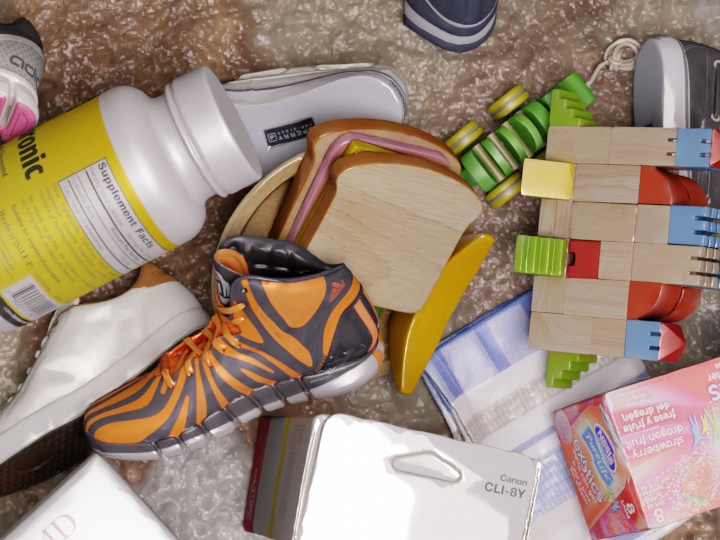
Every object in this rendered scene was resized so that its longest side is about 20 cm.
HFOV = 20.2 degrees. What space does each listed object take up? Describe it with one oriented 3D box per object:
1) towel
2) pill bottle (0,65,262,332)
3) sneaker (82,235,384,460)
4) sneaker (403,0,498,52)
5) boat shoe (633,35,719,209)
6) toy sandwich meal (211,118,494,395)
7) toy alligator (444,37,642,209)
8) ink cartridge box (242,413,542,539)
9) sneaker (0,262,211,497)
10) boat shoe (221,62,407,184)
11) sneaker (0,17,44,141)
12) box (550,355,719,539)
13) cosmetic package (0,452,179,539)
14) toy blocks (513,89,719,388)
[{"bbox_3d":[0.144,0.111,1.400,0.147,0.024,0.200,-30,90,-11],"label":"towel"},{"bbox_3d":[-0.169,-0.050,1.300,0.200,0.111,0.111,-26,89,6],"label":"pill bottle"},{"bbox_3d":[-0.092,0.040,1.265,0.200,0.078,0.112,-22,125,-1],"label":"sneaker"},{"bbox_3d":[0.053,-0.243,1.402,0.070,0.109,0.200,-8,56,-7],"label":"sneaker"},{"bbox_3d":[0.229,-0.063,1.410,0.066,0.070,0.200,1,83,-18],"label":"boat shoe"},{"bbox_3d":[0.000,0.000,1.323,0.205,0.070,0.205,-10,120,-18],"label":"toy sandwich meal"},{"bbox_3d":[0.125,-0.104,1.400,0.200,0.054,0.059,-38,92,-10],"label":"toy alligator"},{"bbox_3d":[0.014,0.143,1.284,0.145,0.200,0.084,12,83,-10],"label":"ink cartridge box"},{"bbox_3d":[-0.195,0.072,1.340,0.200,0.073,0.085,-36,68,-9],"label":"sneaker"},{"bbox_3d":[-0.063,-0.103,1.366,0.200,0.070,0.071,-12,109,14],"label":"boat shoe"},{"bbox_3d":[-0.297,-0.144,1.334,0.200,0.074,0.088,10,53,9],"label":"sneaker"},{"bbox_3d":[0.245,0.106,1.359,0.200,0.103,0.095,-15,83,-19],"label":"box"},{"bbox_3d":[-0.161,0.243,1.271,0.167,0.166,0.200,-42,91,-9],"label":"cosmetic package"},{"bbox_3d":[0.187,-0.016,1.332,0.100,0.137,0.200,7,88,-51],"label":"toy blocks"}]
